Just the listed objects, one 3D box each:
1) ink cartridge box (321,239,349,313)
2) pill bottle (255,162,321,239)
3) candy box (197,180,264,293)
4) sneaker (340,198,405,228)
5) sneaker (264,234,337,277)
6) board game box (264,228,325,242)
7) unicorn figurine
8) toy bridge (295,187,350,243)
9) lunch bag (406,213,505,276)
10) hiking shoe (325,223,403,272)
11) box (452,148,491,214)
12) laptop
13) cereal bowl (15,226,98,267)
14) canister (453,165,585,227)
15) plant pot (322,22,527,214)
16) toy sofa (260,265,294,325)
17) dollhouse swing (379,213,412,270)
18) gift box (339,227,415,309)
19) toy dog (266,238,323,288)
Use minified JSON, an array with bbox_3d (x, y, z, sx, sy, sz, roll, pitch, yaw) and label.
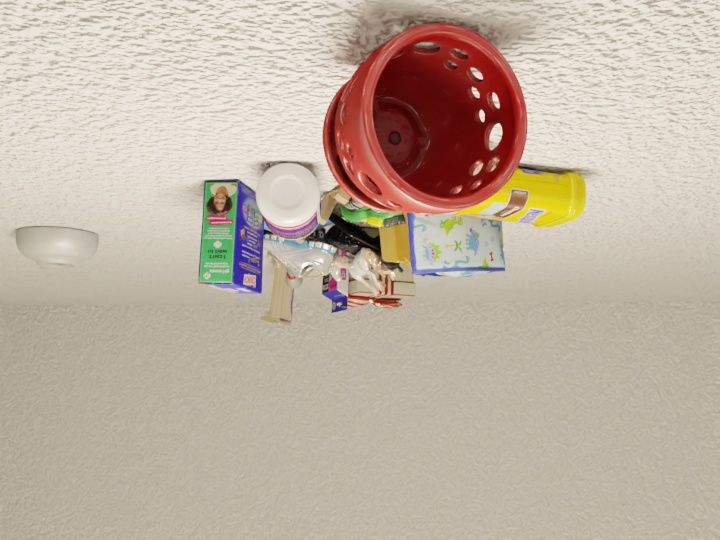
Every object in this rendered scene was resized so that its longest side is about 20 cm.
[{"bbox_3d":[-0.060,0.001,2.057,0.037,0.200,0.095,4,170,-25],"label":"ink cartridge box"},{"bbox_3d":[-0.127,-0.119,1.532,0.112,0.113,0.200,1,172,-2],"label":"pill bottle"},{"bbox_3d":[-0.248,-0.060,1.644,0.077,0.200,0.169,-1,171,11],"label":"candy box"},{"bbox_3d":[0.024,-0.133,1.596,0.078,0.085,0.200,-11,-167,-28],"label":"sneaker"},{"bbox_3d":[-0.156,-0.031,1.885,0.200,0.087,0.075,9,178,18],"label":"sneaker"},{"bbox_3d":[-0.189,-0.094,1.988,0.135,0.035,0.200,-3,171,27],"label":"board game box"},{"bbox_3d":[0.000,0.000,1.897,0.074,0.137,0.200,-48,180,-40],"label":"unicorn figurine"},{"bbox_3d":[-0.069,-0.123,1.653,0.027,0.067,0.200,36,141,-14],"label":"toy bridge"},{"bbox_3d":[0.167,-0.074,1.591,0.200,0.170,0.127,0,173,-40],"label":"lunch bag"},{"bbox_3d":[0.006,-0.044,1.948,0.200,0.076,0.101,22,146,31],"label":"hiking shoe"},{"bbox_3d":[0.143,-0.152,1.404,0.095,0.078,0.200,2,172,-12],"label":"box"},{"bbox_3d":[-0.087,-0.072,1.822,0.200,0.116,0.187,38,-173,21],"label":"laptop"},{"bbox_3d":[-0.772,-0.054,2.137,0.200,0.083,0.200,0,171,0],"label":"cereal bowl"},{"bbox_3d":[0.277,-0.134,1.507,0.200,0.087,0.149,5,171,-19],"label":"canister"},{"bbox_3d":[0.060,-0.163,0.962,0.200,0.201,0.182,4,180,-23],"label":"plant pot"},{"bbox_3d":[-0.226,0.061,2.493,0.098,0.200,0.083,3,173,18],"label":"toy sofa"},{"bbox_3d":[0.122,-0.057,1.824,0.200,0.182,0.176,4,159,-25],"label":"dollhouse swing"},{"bbox_3d":[0.030,0.003,2.117,0.184,0.187,0.200,4,170,-21],"label":"gift box"},{"bbox_3d":[-0.140,-0.025,2.028,0.096,0.132,0.200,-37,-171,-18],"label":"toy dog"}]
